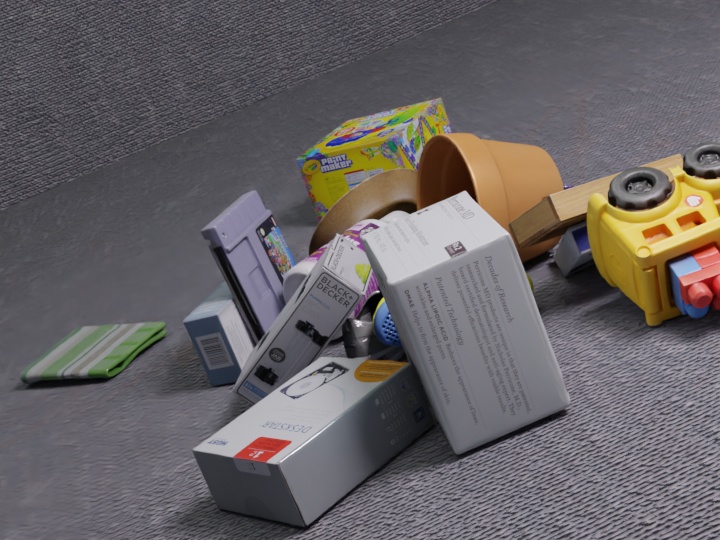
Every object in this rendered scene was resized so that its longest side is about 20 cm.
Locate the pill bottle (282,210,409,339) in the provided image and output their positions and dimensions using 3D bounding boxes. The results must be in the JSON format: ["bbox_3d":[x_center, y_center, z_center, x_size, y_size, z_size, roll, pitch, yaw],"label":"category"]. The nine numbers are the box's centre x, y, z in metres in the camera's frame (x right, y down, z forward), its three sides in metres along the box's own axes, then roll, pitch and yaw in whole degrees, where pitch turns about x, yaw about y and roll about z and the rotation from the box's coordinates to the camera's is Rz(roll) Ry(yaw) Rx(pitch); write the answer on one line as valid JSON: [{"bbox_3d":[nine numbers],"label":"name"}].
[{"bbox_3d":[0.000,0.000,1.857,0.112,0.113,0.200,-1,27,48],"label":"pill bottle"}]

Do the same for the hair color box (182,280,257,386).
[{"bbox_3d":[-0.151,0.061,1.876,0.060,0.100,0.200,-12,20,29],"label":"hair color box"}]

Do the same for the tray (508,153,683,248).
[{"bbox_3d":[0.281,-0.080,1.634,0.199,0.037,0.099,-17,-11,-28],"label":"tray"}]

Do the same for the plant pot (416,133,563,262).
[{"bbox_3d":[0.174,-0.085,1.805,0.139,0.202,0.200,-10,13,-19],"label":"plant pot"}]

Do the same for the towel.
[{"bbox_3d":[-0.402,0.128,2.105,0.199,0.031,0.149,-5,27,38],"label":"towel"}]

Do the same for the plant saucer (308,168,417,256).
[{"bbox_3d":[0.019,-0.058,1.968,0.199,0.201,0.035,-28,60,-19],"label":"plant saucer"}]

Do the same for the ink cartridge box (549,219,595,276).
[{"bbox_3d":[0.334,-0.052,1.687,0.198,0.041,0.200,-22,-9,-2],"label":"ink cartridge box"}]

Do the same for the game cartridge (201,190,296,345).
[{"bbox_3d":[-0.128,0.006,1.842,0.038,0.201,0.130,-15,19,34],"label":"game cartridge"}]

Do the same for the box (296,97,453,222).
[{"bbox_3d":[0.034,-0.184,2.349,0.199,0.123,0.193,-10,20,32],"label":"box"}]

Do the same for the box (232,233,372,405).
[{"bbox_3d":[-0.066,0.065,1.659,0.200,0.060,0.117,-54,6,20],"label":"box"}]

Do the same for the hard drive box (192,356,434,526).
[{"bbox_3d":[-0.048,0.174,1.460,0.200,0.077,0.155,-35,21,-36],"label":"hard drive box"}]

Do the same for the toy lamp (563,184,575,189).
[{"bbox_3d":[0.283,-0.085,1.826,0.058,0.059,0.200,-23,4,-4],"label":"toy lamp"}]

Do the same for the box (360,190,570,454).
[{"bbox_3d":[0.105,0.049,1.442,0.130,0.201,0.199,-23,17,-2],"label":"box"}]

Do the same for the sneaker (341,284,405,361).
[{"bbox_3d":[0.049,0.048,1.706,0.074,0.082,0.200,-5,25,40],"label":"sneaker"}]

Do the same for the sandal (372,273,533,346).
[{"bbox_3d":[0.112,0.048,1.623,0.199,0.080,0.087,-14,25,-2],"label":"sandal"}]

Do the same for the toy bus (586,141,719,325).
[{"bbox_3d":[0.368,-0.027,1.497,0.199,0.136,0.192,-21,35,-4],"label":"toy bus"}]
